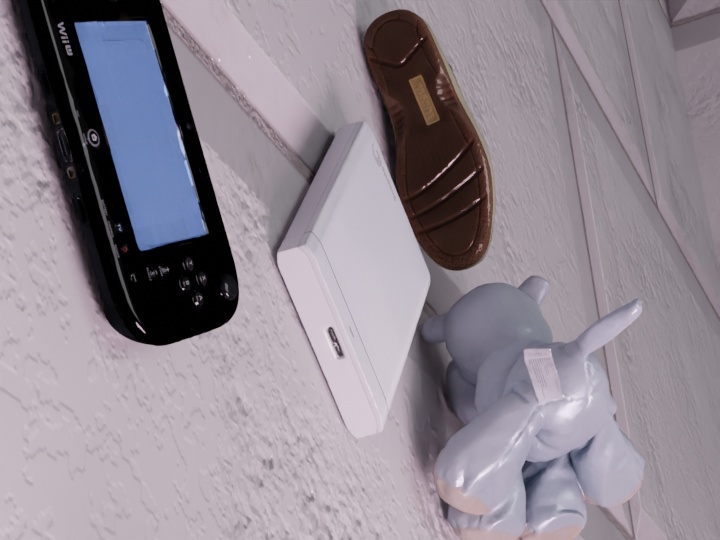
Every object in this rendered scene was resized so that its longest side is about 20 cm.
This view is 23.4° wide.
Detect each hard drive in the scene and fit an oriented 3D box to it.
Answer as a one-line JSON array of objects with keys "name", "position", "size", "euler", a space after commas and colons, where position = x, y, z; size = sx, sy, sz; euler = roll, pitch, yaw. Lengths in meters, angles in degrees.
[{"name": "hard drive", "position": [0.000, 0.000, 1.130], "size": [0.200, 0.027, 0.133], "euler": [-69, 140, -62]}]

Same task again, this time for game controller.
[{"name": "game controller", "position": [-0.111, -0.064, 0.833], "size": [0.104, 0.042, 0.202], "euler": [-18, 92, -72]}]

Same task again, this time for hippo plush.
[{"name": "hippo plush", "position": [0.096, 0.087, 1.226], "size": [0.161, 0.158, 0.201], "euler": [50, -22, 47]}]

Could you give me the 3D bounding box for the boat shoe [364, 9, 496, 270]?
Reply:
[{"name": "boat shoe", "position": [0.061, -0.097, 1.319], "size": [0.075, 0.074, 0.204], "euler": [25, 51, -74]}]
